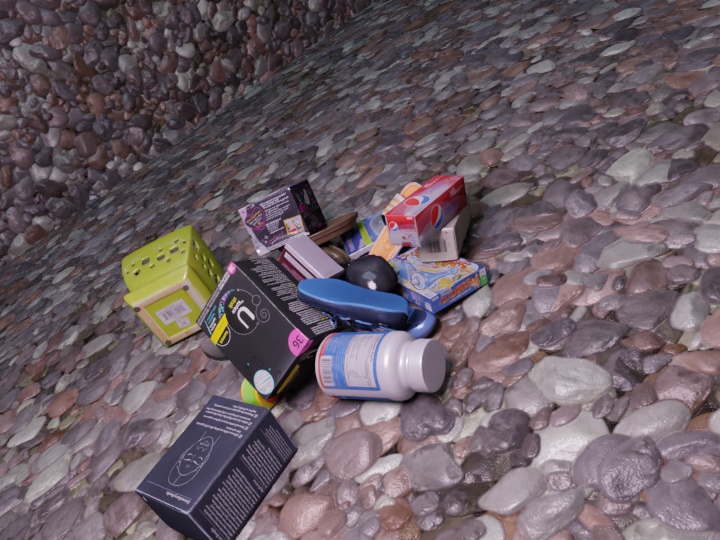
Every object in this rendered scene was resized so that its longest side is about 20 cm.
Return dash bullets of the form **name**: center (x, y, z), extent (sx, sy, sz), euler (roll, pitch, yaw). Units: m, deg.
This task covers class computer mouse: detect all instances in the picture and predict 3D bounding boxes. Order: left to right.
- **computer mouse**: center (0.000, 0.000, 1.251), extent (0.138, 0.053, 0.200), euler (-25, 20, -17)

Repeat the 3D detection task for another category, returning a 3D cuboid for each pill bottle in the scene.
- **pill bottle**: center (0.034, 0.155, 1.075), extent (0.198, 0.113, 0.113), euler (-4, 38, 34)

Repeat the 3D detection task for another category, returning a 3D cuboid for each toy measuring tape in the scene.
- **toy measuring tape**: center (-0.175, 0.196, 1.232), extent (0.073, 0.074, 0.201), euler (-11, 35, 28)

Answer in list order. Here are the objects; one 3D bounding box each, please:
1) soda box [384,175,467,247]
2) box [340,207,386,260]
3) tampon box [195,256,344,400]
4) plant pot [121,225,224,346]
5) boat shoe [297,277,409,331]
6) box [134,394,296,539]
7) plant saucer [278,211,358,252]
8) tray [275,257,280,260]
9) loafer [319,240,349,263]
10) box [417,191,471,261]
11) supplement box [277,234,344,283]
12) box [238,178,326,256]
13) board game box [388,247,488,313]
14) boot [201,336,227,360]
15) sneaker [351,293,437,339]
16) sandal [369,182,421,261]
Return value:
- **soda box**: center (0.128, -0.116, 1.243), extent (0.069, 0.064, 0.200), euler (5, 31, 35)
- **box**: center (0.036, -0.080, 1.492), extent (0.199, 0.048, 0.122), euler (-28, 32, 2)
- **tampon box**: center (-0.162, 0.098, 1.171), extent (0.150, 0.200, 0.126), euler (-55, -20, 22)
- **plant pot**: center (-0.436, 0.048, 1.560), extent (0.199, 0.200, 0.182), euler (-26, 36, 4)
- **boat shoe**: center (-0.017, 0.070, 1.136), extent (0.198, 0.069, 0.084), euler (16, 34, 12)
- **box**: center (-0.227, 0.318, 1.054), extent (0.148, 0.108, 0.200), euler (2, 41, 41)
- **plant saucer**: center (-0.092, -0.080, 1.475), extent (0.199, 0.030, 0.200), euler (-24, 8, 3)
- **tray**: center (-0.178, 0.021, 1.472), extent (0.198, 0.100, 0.037), euler (-6, 1, 33)
- **loafer**: center (-0.078, -0.035, 1.484), extent (0.067, 0.077, 0.199), euler (-34, 24, -24)
- **box**: center (0.171, -0.092, 1.331), extent (0.081, 0.069, 0.200), euler (-3, 26, 21)
- **supplement box**: center (-0.119, 0.044, 1.264), extent (0.109, 0.201, 0.061), euler (42, 39, 16)
- **box**: center (-0.172, -0.123, 1.469), extent (0.131, 0.116, 0.200), euler (-22, 8, 11)
- **board game box**: center (0.130, 0.010, 1.265), extent (0.135, 0.035, 0.200), euler (-28, 27, -23)
- **boot**: center (-0.282, 0.121, 1.374), extent (0.199, 0.131, 0.068), euler (-2, 39, 38)
- **sneaker**: center (0.047, 0.083, 1.204), extent (0.199, 0.083, 0.074), euler (3, 41, 39)
- **sandal**: center (0.072, -0.091, 1.384), extent (0.079, 0.059, 0.208), euler (32, 96, 30)
